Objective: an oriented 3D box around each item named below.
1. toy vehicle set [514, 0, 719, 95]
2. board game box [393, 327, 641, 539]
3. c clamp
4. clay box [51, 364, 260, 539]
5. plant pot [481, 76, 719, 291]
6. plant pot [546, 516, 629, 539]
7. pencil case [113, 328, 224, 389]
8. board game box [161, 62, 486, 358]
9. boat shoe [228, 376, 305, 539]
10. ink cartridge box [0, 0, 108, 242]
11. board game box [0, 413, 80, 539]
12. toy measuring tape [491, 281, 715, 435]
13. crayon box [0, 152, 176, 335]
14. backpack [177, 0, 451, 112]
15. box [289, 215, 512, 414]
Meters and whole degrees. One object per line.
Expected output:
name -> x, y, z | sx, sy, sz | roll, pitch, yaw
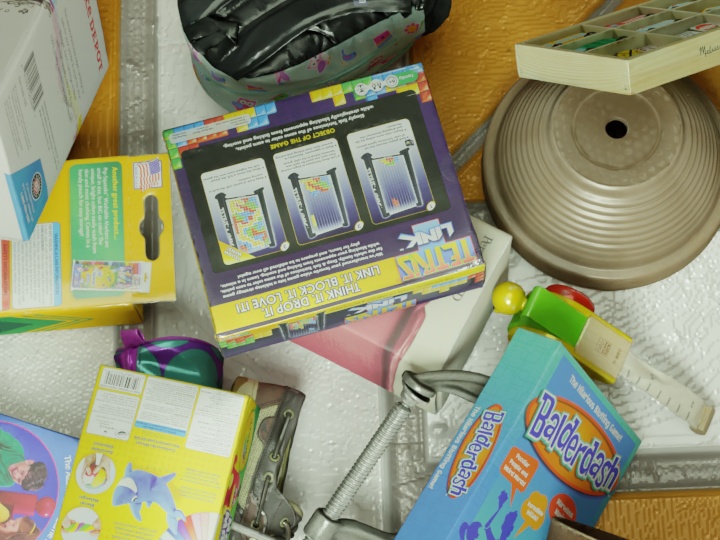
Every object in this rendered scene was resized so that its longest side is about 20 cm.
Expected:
toy vehicle set -> 0.233, -0.178, 1.446 | 0.199, 0.124, 0.027 | -21, 113, -33
board game box -> 0.112, 0.165, 1.353 | 0.045, 0.152, 0.200 | 17, 70, 42
c clamp -> 0.024, 0.146, 1.360 | 0.171, 0.027, 0.200 | 33, 101, -30
clay box -> -0.150, 0.176, 1.320 | 0.114, 0.048, 0.201 | 11, 75, 11
plant pot -> 0.194, -0.093, 1.468 | 0.200, 0.093, 0.202 | -1, 71, 3
plant pot -> 0.185, 0.297, 1.306 | 0.186, 0.187, 0.201 | 21, 88, 9
pencil case -> -0.152, 0.151, 1.398 | 0.085, 0.092, 0.201 | -14, 64, 40
board game box -> -0.027, -0.044, 1.363 | 0.199, 0.057, 0.166 | -15, 73, -4
boat shoe -> -0.075, 0.178, 1.394 | 0.064, 0.073, 0.201 | 3, 76, 2
ink cartridge box -> -0.298, -0.151, 1.439 | 0.145, 0.147, 0.201 | 8, 50, 11
board game box -> -0.286, 0.208, 1.406 | 0.134, 0.045, 0.201 | 17, 73, 8
toy measuring tape -> 0.176, 0.067, 1.432 | 0.200, 0.074, 0.074 | 33, 73, -17
crayon box -> -0.242, -0.019, 1.478 | 0.199, 0.052, 0.126 | -5, 71, 1
backpack -> -0.043, -0.204, 1.496 | 0.200, 0.127, 0.167 | -33, 62, -8
box -> 0.000, 0.000, 1.433 | 0.199, 0.109, 0.128 | 26, 73, 10
